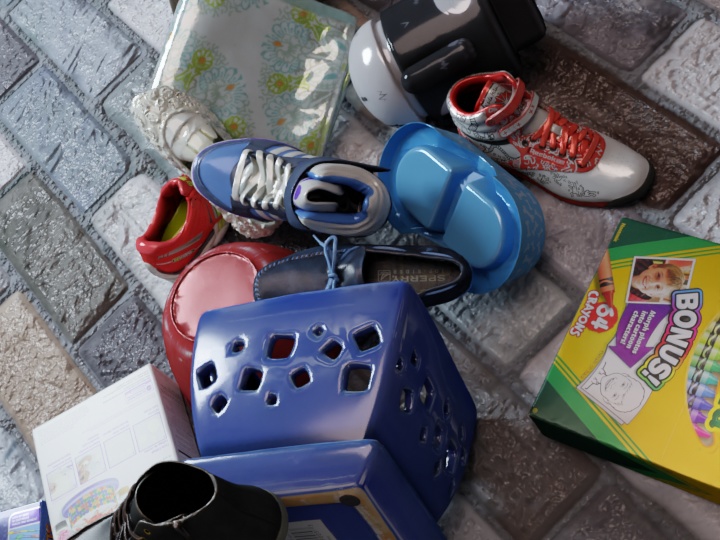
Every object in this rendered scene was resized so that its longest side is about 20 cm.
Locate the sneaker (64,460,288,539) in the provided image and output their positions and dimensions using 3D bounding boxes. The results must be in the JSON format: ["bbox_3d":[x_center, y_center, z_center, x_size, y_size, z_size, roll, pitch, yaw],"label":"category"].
[{"bbox_3d":[-0.162,0.184,0.860,0.199,0.106,0.075,-21,55,16],"label":"sneaker"}]

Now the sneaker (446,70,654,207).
[{"bbox_3d":[0.171,-0.125,1.125,0.201,0.108,0.067,22,74,33],"label":"sneaker"}]

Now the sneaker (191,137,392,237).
[{"bbox_3d":[-0.067,-0.081,1.113,0.199,0.146,0.081,16,89,0],"label":"sneaker"}]

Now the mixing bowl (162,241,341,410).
[{"bbox_3d":[-0.117,0.048,1.167,0.199,0.108,0.201,-12,58,20],"label":"mixing bowl"}]

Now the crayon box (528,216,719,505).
[{"bbox_3d":[0.263,0.071,1.001,0.172,0.058,0.200,18,72,32],"label":"crayon box"}]

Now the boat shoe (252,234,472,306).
[{"bbox_3d":[0.000,0.000,1.076,0.199,0.069,0.084,-11,82,0],"label":"boat shoe"}]

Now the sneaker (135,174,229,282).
[{"bbox_3d":[-0.168,-0.083,1.278,0.077,0.085,0.200,20,73,32],"label":"sneaker"}]

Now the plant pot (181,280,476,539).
[{"bbox_3d":[-0.026,0.146,0.990,0.199,0.200,0.180,-10,46,21],"label":"plant pot"}]

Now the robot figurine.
[{"bbox_3d":[0.086,-0.224,1.211,0.200,0.150,0.125,-26,67,14],"label":"robot figurine"}]

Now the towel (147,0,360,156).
[{"bbox_3d":[-0.108,-0.215,1.265,0.199,0.048,0.172,19,85,-9],"label":"towel"}]

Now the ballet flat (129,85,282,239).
[{"bbox_3d":[-0.146,-0.112,1.218,0.072,0.200,0.072,-37,21,18],"label":"ballet flat"}]

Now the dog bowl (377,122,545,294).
[{"bbox_3d":[0.096,-0.062,1.134,0.200,0.049,0.112,44,125,36],"label":"dog bowl"}]

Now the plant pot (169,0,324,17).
[{"bbox_3d":[-0.129,-0.354,1.366,0.173,0.200,0.201,-11,57,1],"label":"plant pot"}]

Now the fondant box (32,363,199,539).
[{"bbox_3d":[-0.226,0.211,1.157,0.144,0.058,0.200,-29,53,8],"label":"fondant box"}]

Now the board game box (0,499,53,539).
[{"bbox_3d":[-0.393,0.317,1.190,0.199,0.034,0.136,-16,57,16],"label":"board game box"}]
